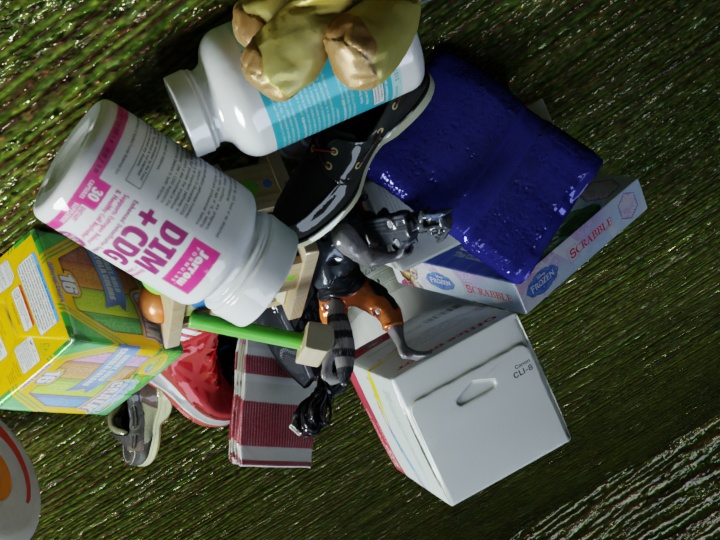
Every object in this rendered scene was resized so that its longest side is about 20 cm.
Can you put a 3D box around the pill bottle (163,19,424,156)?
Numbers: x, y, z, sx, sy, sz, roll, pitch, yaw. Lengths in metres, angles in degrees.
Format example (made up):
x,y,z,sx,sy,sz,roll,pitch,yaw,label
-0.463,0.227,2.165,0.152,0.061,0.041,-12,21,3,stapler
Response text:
x,y,z,sx,sy,sz,roll,pitch,yaw,label
-0.056,-0.164,1.156,0.199,0.111,0.111,-25,157,-8,pill bottle

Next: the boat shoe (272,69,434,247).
x,y,z,sx,sy,sz,roll,pitch,yaw,label
-0.018,-0.112,1.252,0.202,0.074,0.063,-52,143,3,boat shoe

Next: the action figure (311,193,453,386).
x,y,z,sx,sy,sz,roll,pitch,yaw,label
0.000,0.000,1.334,0.104,0.195,0.199,-19,180,-43,action figure

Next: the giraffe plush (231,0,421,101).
x,y,z,sx,sy,sz,roll,pitch,yaw,label
-0.019,-0.241,1.016,0.199,0.173,0.163,-20,136,8,giraffe plush

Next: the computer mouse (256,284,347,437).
x,y,z,sx,sy,sz,roll,pitch,yaw,label
-0.077,0.075,1.581,0.052,0.201,0.139,-6,-153,25,computer mouse

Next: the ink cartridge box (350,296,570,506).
x,y,z,sx,sy,sz,roll,pitch,yaw,label
0.093,0.127,1.445,0.145,0.145,0.200,-27,-171,-11,ink cartridge box

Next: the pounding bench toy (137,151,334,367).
x,y,z,sx,sy,sz,roll,pitch,yaw,label
-0.126,0.011,1.313,0.155,0.201,0.124,-14,154,-20,pounding bench toy

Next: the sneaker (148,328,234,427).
x,y,z,sx,sy,sz,roll,pitch,yaw,label
-0.169,0.097,1.571,0.115,0.079,0.200,-37,140,13,sneaker

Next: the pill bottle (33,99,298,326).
x,y,z,sx,sy,sz,roll,pitch,yaw,label
-0.158,-0.043,1.176,0.199,0.114,0.113,32,126,-21,pill bottle

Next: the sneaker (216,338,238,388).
x,y,z,sx,sy,sz,roll,pitch,yaw,label
-0.107,0.103,1.691,0.199,0.073,0.112,-27,158,2,sneaker

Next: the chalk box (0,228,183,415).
x,y,z,sx,sy,sz,roll,pitch,yaw,label
-0.262,0.055,1.366,0.124,0.125,0.200,-38,155,24,chalk box

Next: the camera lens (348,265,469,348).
x,y,z,sx,sy,sz,roll,pitch,yaw,label
0.060,0.072,1.649,0.159,0.201,0.160,-23,156,-11,camera lens

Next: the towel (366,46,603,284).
x,y,z,sx,sy,sz,roll,pitch,yaw,label
0.113,-0.100,1.355,0.148,0.199,0.050,-55,-169,1,towel

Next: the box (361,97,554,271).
x,y,z,sx,sy,sz,roll,pitch,yaw,label
0.102,-0.087,1.442,0.199,0.098,0.124,-25,-174,-6,box

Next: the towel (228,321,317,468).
x,y,z,sx,sy,sz,roll,pitch,yaw,label
-0.096,0.123,1.621,0.023,0.202,0.144,-2,172,34,towel

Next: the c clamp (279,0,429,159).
x,y,z,sx,sy,sz,roll,pitch,yaw,label
-0.004,-0.170,1.304,0.170,0.027,0.200,-19,155,-19,c clamp

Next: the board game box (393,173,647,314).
x,y,z,sx,sy,sz,roll,pitch,yaw,label
0.164,-0.041,1.501,0.199,0.199,0.041,-38,120,-28,board game box

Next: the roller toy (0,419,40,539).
x,y,z,sx,sy,sz,roll,pitch,yaw,label
-0.436,0.237,1.467,0.139,0.201,0.182,-34,162,17,roller toy

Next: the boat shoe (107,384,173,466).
x,y,z,sx,sy,sz,roll,pitch,yaw,label
-0.268,0.172,1.678,0.064,0.074,0.200,-4,146,-21,boat shoe
